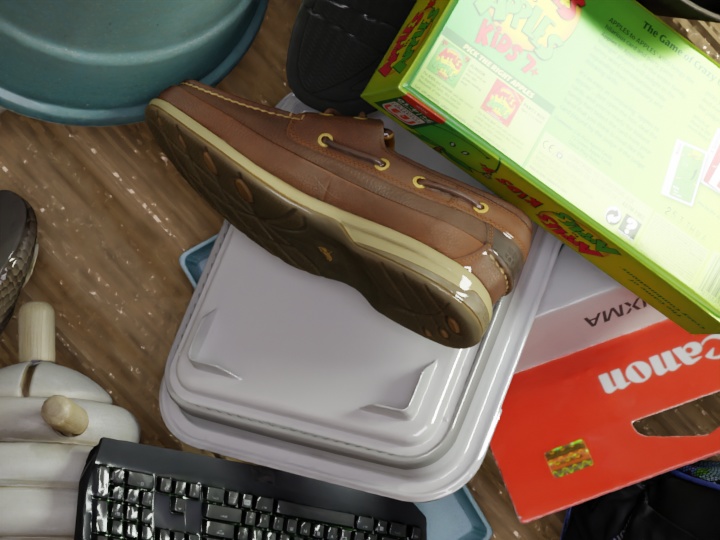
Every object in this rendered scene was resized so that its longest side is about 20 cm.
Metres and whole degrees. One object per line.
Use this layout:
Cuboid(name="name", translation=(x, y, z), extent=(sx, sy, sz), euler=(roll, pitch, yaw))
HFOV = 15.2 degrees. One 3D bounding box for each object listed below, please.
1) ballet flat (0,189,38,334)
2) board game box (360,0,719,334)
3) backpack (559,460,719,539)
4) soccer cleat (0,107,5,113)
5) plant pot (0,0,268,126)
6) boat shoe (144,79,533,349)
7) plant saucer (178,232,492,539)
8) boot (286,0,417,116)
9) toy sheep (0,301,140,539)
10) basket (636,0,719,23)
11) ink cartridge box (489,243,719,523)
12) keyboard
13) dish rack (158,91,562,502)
Cuboid(name="ballet flat", translation=(-0.212, 0.054, 1.325), extent=(0.046, 0.067, 0.200), euler=(33, 83, -42))
Cuboid(name="board game box", translation=(0.110, -0.066, 1.228), extent=(0.200, 0.048, 0.102), euler=(35, 76, -17))
Cuboid(name="backpack", translation=(0.182, 0.186, 1.257), extent=(0.147, 0.200, 0.184), euler=(17, 89, -26))
Cuboid(name="soccer cleat", translation=(-0.233, -0.062, 1.321), extent=(0.199, 0.070, 0.087), euler=(-15, 97, 3))
Cuboid(name="plant pot", translation=(-0.110, -0.198, 1.231), extent=(0.200, 0.196, 0.201), euler=(7, 66, -16))
Cuboid(name="boat shoe", translation=(-0.010, -0.038, 1.242), extent=(0.200, 0.072, 0.068), euler=(30, 68, 24))
Cuboid(name="plant saucer", translation=(-0.012, 0.063, 1.346), extent=(0.070, 0.019, 0.200), euler=(-30, 89, -3))
Cuboid(name="boot", translation=(0.027, -0.185, 1.305), extent=(0.073, 0.154, 0.204), euler=(23, 115, -12))
Cuboid(name="toy sheep", translation=(-0.155, 0.113, 1.282), extent=(0.137, 0.138, 0.201), euler=(5, 79, -2))
Cuboid(name="basket", translation=(0.150, -0.188, 1.267), extent=(0.136, 0.200, 0.181), euler=(-34, 94, -5))
Cuboid(name="ink cartridge box", translation=(0.136, 0.013, 1.294), extent=(0.199, 0.044, 0.174), euler=(-20, 48, -3))
Cuboid(name="keyboard", translation=(-0.048, 0.154, 1.261), extent=(0.200, 0.021, 0.128), euler=(14, 72, -35))
Cuboid(name="dish rack", translation=(0.000, 0.000, 1.281), extent=(0.171, 0.044, 0.200), euler=(12, 67, 24))
